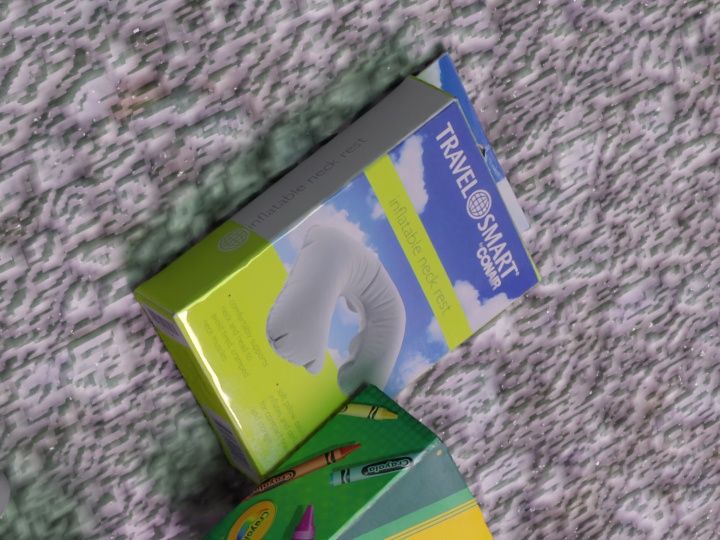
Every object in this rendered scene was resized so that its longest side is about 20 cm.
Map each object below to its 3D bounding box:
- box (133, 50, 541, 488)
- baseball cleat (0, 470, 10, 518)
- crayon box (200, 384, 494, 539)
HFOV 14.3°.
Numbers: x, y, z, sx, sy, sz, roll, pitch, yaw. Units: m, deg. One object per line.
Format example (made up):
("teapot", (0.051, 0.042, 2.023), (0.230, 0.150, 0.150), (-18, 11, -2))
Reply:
("box", (0.000, 0.000, 1.385), (0.200, 0.048, 0.122), (-38, 125, -17))
("baseball cleat", (-0.248, 0.113, 1.239), (0.200, 0.070, 0.107), (-30, 122, -23))
("crayon box", (0.010, 0.162, 1.415), (0.119, 0.058, 0.200), (-42, 140, -12))
